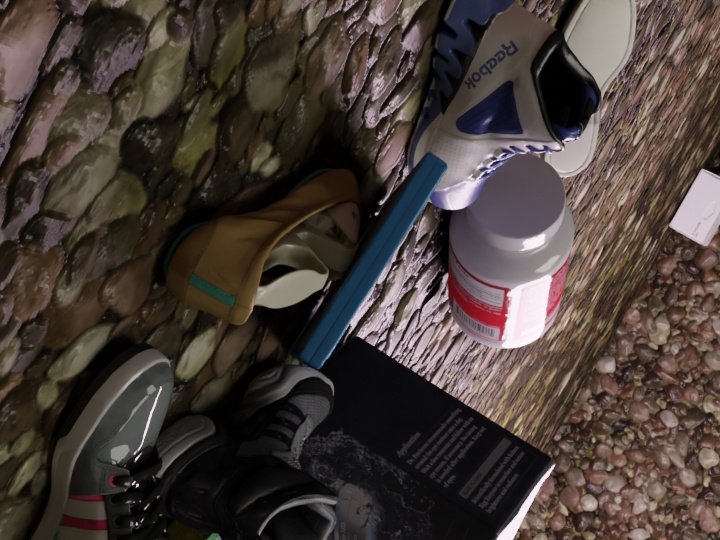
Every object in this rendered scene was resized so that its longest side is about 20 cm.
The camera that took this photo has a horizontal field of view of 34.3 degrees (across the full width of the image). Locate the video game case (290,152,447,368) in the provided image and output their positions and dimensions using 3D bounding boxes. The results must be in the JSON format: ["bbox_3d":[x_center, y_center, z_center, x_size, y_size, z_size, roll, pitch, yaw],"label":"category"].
[{"bbox_3d":[0.000,0.000,0.778,0.144,0.018,0.200,-58,-178,-6],"label":"video game case"}]

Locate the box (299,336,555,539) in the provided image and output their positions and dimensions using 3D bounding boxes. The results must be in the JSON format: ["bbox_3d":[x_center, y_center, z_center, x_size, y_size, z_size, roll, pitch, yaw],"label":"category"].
[{"bbox_3d":[0.021,0.199,0.961,0.117,0.199,0.198,-35,150,-52],"label":"box"}]

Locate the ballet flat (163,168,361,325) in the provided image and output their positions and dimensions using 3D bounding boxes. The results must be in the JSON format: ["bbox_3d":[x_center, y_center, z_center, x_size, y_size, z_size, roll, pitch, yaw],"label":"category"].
[{"bbox_3d":[-0.038,-0.010,0.693,0.200,0.063,0.069,-31,148,-56],"label":"ballet flat"}]

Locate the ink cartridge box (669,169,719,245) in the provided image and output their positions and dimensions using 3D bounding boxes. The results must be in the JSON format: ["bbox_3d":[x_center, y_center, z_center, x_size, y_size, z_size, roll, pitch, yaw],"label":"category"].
[{"bbox_3d":[0.769,-0.138,2.610,0.147,0.084,0.200,-62,162,8],"label":"ink cartridge box"}]

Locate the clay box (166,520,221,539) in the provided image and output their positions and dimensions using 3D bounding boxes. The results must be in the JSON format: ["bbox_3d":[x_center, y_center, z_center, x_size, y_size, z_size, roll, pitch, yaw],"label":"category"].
[{"bbox_3d":[-0.146,0.257,0.852,0.115,0.047,0.201,-42,154,-42],"label":"clay box"}]

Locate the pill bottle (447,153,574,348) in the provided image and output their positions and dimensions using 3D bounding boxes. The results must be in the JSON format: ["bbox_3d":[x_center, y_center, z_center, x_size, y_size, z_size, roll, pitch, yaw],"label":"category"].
[{"bbox_3d":[0.136,-0.017,1.068,0.113,0.112,0.201,-52,161,-21],"label":"pill bottle"}]

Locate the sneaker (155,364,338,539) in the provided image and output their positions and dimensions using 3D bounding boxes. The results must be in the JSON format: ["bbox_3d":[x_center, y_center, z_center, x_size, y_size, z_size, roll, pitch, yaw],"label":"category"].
[{"bbox_3d":[-0.053,0.135,0.789,0.199,0.113,0.076,-22,140,-56],"label":"sneaker"}]

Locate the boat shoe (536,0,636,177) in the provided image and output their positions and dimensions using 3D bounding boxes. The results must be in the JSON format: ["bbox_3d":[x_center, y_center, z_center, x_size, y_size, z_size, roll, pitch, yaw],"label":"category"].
[{"bbox_3d":[0.202,-0.188,1.094,0.062,0.072,0.202,-107,-159,-52],"label":"boat shoe"}]

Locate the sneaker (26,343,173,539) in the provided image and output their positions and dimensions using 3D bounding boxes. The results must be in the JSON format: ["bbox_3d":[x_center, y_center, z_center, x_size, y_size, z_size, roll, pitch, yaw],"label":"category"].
[{"bbox_3d":[-0.119,0.151,0.639,0.083,0.120,0.202,-19,137,-63],"label":"sneaker"}]

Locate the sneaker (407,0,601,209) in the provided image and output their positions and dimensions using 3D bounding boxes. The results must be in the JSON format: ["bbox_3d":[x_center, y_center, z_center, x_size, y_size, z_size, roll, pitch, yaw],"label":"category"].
[{"bbox_3d":[0.106,-0.106,0.842,0.081,0.115,0.200,-45,157,-34],"label":"sneaker"}]
